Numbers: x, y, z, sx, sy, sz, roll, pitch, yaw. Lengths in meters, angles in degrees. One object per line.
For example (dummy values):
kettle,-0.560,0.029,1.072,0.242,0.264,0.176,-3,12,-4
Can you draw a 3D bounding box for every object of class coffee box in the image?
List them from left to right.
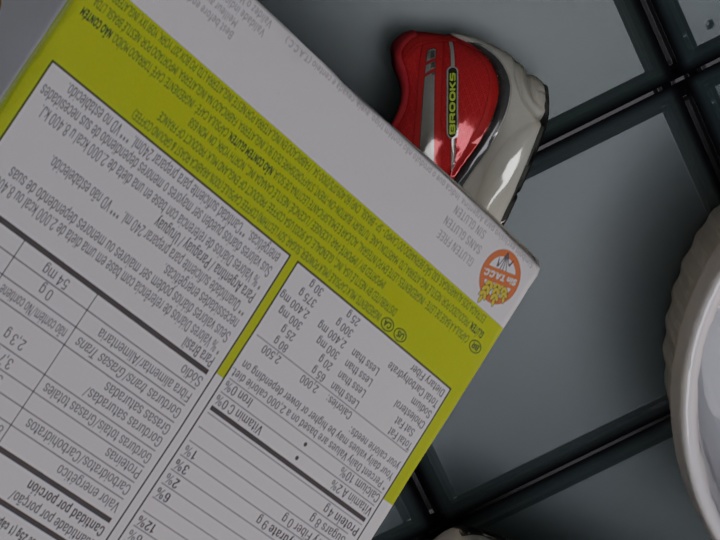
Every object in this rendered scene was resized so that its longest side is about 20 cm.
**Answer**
coffee box,-0.107,0.006,0.678,0.200,0.199,0.199,39,79,-37

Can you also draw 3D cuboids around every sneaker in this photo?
sneaker,0.000,0.000,0.811,0.084,0.077,0.201,27,93,2

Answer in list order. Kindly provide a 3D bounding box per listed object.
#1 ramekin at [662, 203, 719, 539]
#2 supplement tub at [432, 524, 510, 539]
ramekin,0.211,0.036,0.807,0.198,0.105,0.202,-1,103,-3
supplement tub,0.100,0.194,0.826,0.199,0.123,0.123,26,100,-8
